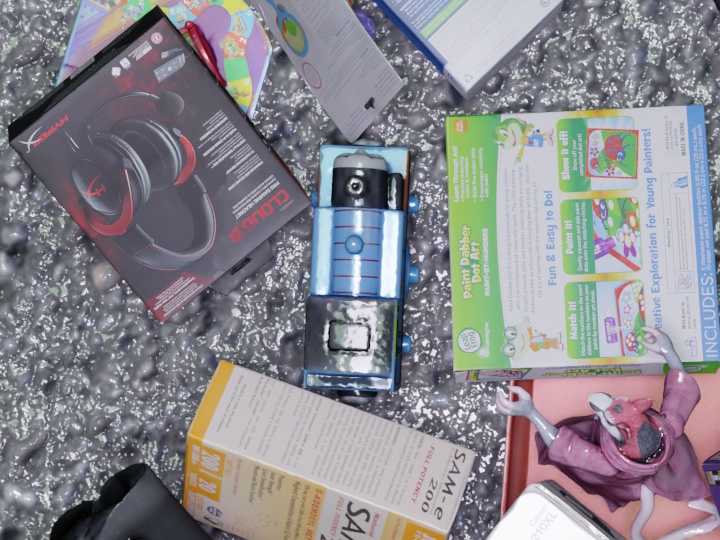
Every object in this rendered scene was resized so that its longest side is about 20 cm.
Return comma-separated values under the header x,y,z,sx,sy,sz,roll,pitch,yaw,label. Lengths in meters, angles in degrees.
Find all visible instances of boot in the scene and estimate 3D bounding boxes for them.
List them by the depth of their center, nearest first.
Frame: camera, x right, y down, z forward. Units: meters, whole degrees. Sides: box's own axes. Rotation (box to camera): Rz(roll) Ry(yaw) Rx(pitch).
x,y,z,sx,sy,sz,roll,pitch,yaw,label
-0.097,0.205,1.385,0.165,0.066,0.200,-43,107,-1,boot

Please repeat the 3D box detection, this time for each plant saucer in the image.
x,y,z,sx,sy,sz,roll,pitch,yaw,label
0.206,0.149,1.483,0.198,0.037,0.201,4,89,4,plant saucer

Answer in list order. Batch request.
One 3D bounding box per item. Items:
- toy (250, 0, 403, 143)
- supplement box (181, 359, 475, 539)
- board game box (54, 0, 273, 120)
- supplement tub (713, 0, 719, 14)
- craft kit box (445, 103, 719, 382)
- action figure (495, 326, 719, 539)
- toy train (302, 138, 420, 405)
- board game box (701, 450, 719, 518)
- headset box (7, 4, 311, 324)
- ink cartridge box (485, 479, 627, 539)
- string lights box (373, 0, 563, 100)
x,y,z,sx,sy,sz,roll,pitch,yaw,label
-0.033,-0.206,1.489,0.047,0.115,0.200,-36,87,-27,toy
-0.027,0.157,1.448,0.199,0.126,0.074,19,56,5,supplement box
-0.160,-0.139,1.518,0.157,0.039,0.201,17,90,5,board game box
0.295,-0.250,1.457,0.106,0.107,0.201,-26,87,3,supplement tub
0.163,-0.020,1.469,0.196,0.049,0.201,-1,74,1,craft kit box
0.179,0.128,1.366,0.133,0.200,0.150,-23,80,-2,action figure
0.000,0.000,1.465,0.086,0.114,0.201,3,88,4,toy train
0.332,0.208,1.324,0.057,0.165,0.201,-26,98,-35,board game box
-0.143,-0.071,1.472,0.148,0.075,0.200,-38,108,1,headset box
0.113,0.225,1.366,0.084,0.200,0.145,38,91,10,ink cartridge box
0.050,-0.239,1.498,0.103,0.059,0.200,-42,85,1,string lights box
